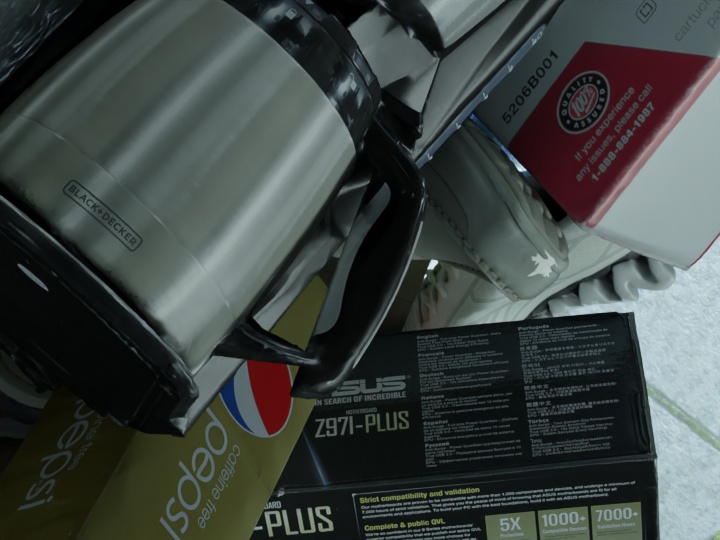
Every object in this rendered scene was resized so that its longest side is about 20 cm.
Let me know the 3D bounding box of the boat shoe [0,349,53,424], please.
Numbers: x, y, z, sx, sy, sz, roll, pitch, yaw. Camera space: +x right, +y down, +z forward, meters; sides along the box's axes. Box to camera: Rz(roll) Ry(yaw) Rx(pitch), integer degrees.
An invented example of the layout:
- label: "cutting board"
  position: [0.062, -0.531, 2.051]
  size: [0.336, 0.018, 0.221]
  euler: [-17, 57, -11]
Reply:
- label: "boat shoe"
  position: [-0.103, 0.025, 0.964]
  size: [0.063, 0.073, 0.200]
  euler: [-58, 176, 28]

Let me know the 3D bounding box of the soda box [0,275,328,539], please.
- label: "soda box"
  position: [-0.073, 0.066, 0.833]
  size: [0.068, 0.064, 0.200]
  euler: [-20, -152, 33]

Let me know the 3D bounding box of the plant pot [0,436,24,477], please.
- label: "plant pot"
  position: [-0.179, 0.130, 0.906]
  size: [0.201, 0.093, 0.201]
  euler: [-49, 173, -8]

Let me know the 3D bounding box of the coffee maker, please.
- label: "coffee maker"
  position: [-0.045, -0.059, 0.759]
  size: [0.200, 0.135, 0.192]
  euler: [-49, -156, -15]

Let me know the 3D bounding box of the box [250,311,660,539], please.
- label: "box"
  position: [0.024, 0.111, 0.996]
  size: [0.086, 0.199, 0.164]
  euler: [-92, 175, -47]

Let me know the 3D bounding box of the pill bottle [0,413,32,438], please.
- label: "pill bottle"
  position: [-0.117, 0.098, 1.094]
  size: [0.114, 0.114, 0.200]
  euler: [-54, 173, 21]

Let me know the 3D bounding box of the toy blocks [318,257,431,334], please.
- label: "toy blocks"
  position: [0.000, 0.000, 1.059]
  size: [0.137, 0.100, 0.200]
  euler: [-70, -179, -50]

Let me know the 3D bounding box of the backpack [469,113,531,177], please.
- label: "backpack"
  position: [0.082, -0.115, 1.155]
  size: [0.200, 0.147, 0.183]
  euler: [-45, 169, -10]

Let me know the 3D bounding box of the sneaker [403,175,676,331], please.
- label: "sneaker"
  position: [0.062, 0.003, 1.113]
  size: [0.200, 0.081, 0.075]
  euler: [-36, -140, 23]

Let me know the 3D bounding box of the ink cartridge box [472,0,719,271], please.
- label: "ink cartridge box"
  position: [0.084, -0.122, 0.849]
  size: [0.083, 0.200, 0.145]
  euler: [15, 118, -51]

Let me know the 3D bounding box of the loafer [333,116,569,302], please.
- label: "loafer"
  position: [0.013, -0.029, 0.859]
  size: [0.070, 0.070, 0.200]
  euler: [-42, -153, -3]
